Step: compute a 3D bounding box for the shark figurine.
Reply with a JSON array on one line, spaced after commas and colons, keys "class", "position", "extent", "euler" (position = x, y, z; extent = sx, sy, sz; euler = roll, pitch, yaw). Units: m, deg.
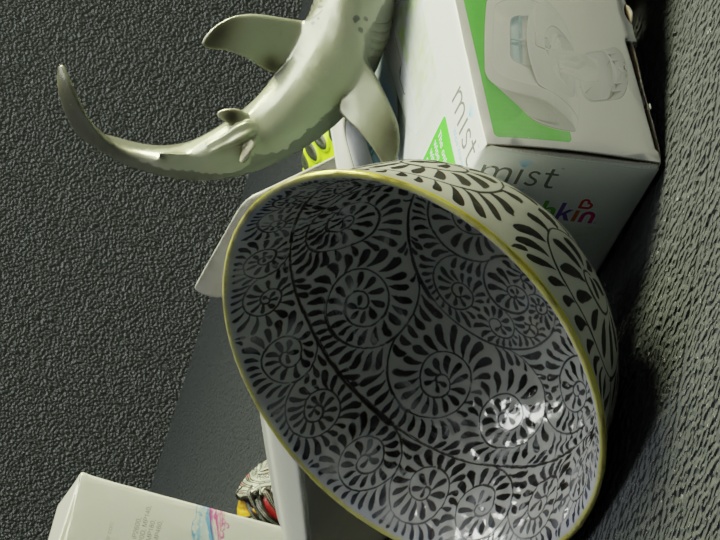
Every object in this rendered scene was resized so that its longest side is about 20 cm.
[{"class": "shark figurine", "position": [-0.048, -0.084, 1.256], "extent": [0.214, 0.129, 0.089], "euler": [-29, -7, 18]}]

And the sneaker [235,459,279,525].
[{"class": "sneaker", "position": [-0.032, 0.147, 1.533], "extent": [0.082, 0.078, 0.200], "euler": [-33, -1, -7]}]

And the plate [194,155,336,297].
[{"class": "plate", "position": [-0.003, -0.043, 1.615], "extent": [0.032, 0.199, 0.200], "euler": [62, 160, 9]}]

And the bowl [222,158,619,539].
[{"class": "bowl", "position": [0.044, 0.022, 1.091], "extent": [0.094, 0.200, 0.201], "euler": [-43, -14, -41]}]

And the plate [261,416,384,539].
[{"class": "plate", "position": [-0.012, 0.054, 1.323], "extent": [0.200, 0.032, 0.201], "euler": [-48, -46, -60]}]

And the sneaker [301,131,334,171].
[{"class": "sneaker", "position": [0.033, -0.106, 1.703], "extent": [0.200, 0.083, 0.075], "euler": [-33, 74, 50]}]

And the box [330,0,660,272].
[{"class": "box", "position": [0.061, -0.076, 1.228], "extent": [0.177, 0.096, 0.201], "euler": [116, 153, -48]}]

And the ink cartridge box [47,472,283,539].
[{"class": "ink cartridge box", "position": [-0.094, 0.197, 1.491], "extent": [0.148, 0.199, 0.086], "euler": [133, 154, -71]}]
